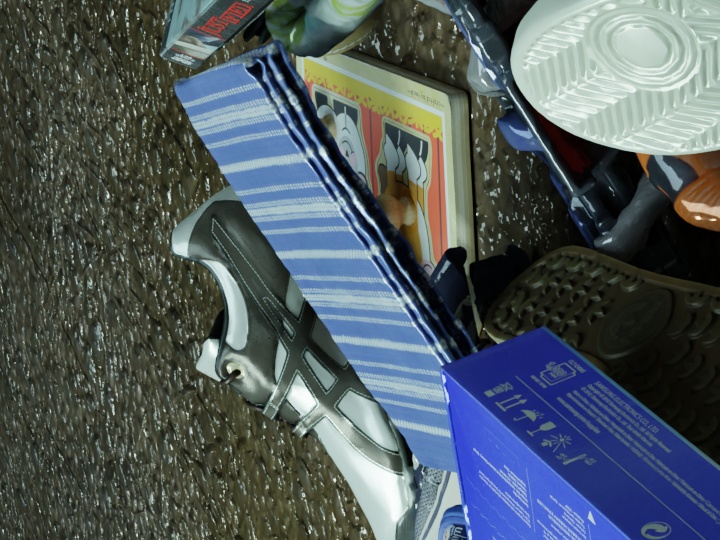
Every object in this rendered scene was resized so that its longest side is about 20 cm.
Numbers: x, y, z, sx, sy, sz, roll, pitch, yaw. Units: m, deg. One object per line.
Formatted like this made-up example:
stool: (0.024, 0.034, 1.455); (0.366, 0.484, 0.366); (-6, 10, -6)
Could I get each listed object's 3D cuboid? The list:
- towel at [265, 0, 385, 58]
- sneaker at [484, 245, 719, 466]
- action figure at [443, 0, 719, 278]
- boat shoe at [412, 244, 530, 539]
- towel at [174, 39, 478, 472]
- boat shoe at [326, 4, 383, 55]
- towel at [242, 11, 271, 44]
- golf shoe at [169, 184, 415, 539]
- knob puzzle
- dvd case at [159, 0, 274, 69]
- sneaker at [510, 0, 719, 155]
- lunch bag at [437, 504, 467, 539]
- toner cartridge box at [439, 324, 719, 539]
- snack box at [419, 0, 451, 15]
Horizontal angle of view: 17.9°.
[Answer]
towel: (0.047, -0.175, 0.821); (0.048, 0.171, 0.200); (43, 153, -1)
sneaker: (0.120, 0.055, 0.798); (0.090, 0.067, 0.200); (51, 173, -25)
action figure: (0.119, -0.051, 0.842); (0.200, 0.104, 0.193); (57, 173, -26)
boat shoe: (0.056, 0.082, 1.038); (0.093, 0.074, 0.201); (-113, 29, -49)
towel: (0.000, 0.000, 0.908); (0.200, 0.024, 0.145); (56, 166, -9)
boat shoe: (-0.035, -0.144, 1.095); (0.200, 0.071, 0.076); (-122, 14, -53)
towel: (0.018, -0.195, 0.895); (0.022, 0.147, 0.200); (34, 132, 9)
golf shoe: (-0.026, 0.051, 1.097); (0.078, 0.094, 0.201); (-47, -63, -89)
knob puzzle: (0.003, -0.005, 1.153); (0.220, 0.030, 0.221); (38, 133, 56)
dvd case: (-0.029, -0.164, 0.833); (0.200, 0.022, 0.147); (156, 126, -72)
sneaker: (0.131, -0.103, 0.678); (0.199, 0.075, 0.085); (-23, 35, 40)
lunch bag: (0.105, 0.170, 0.906); (0.160, 0.075, 0.201); (8, 119, 67)
toner cartridge box: (0.092, 0.101, 0.698); (0.200, 0.043, 0.095); (42, 149, 56)
snack box: (0.017, -0.169, 1.062); (0.200, 0.024, 0.072); (-145, 48, -58)
